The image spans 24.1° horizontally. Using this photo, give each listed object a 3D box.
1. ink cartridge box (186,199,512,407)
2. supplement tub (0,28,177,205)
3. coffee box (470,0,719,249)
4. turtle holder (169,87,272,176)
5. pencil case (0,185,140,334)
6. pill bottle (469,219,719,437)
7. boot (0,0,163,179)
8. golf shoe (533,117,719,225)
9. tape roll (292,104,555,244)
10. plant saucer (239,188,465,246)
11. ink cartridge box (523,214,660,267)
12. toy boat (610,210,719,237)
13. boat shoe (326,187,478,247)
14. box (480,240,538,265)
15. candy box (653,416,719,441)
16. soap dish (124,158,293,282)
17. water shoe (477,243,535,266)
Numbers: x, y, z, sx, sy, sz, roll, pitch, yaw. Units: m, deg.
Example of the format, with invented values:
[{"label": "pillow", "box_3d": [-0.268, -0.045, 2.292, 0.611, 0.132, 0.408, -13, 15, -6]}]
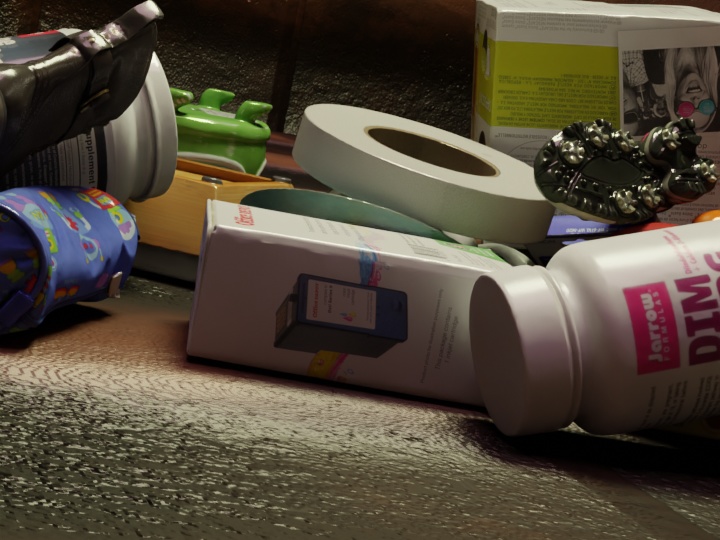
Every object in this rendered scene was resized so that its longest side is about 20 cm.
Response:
[{"label": "ink cartridge box", "box_3d": [-0.008, 0.017, 1.077, 0.199, 0.088, 0.145, 12, 7, -7]}, {"label": "supplement tub", "box_3d": [-0.245, -0.095, 1.199, 0.199, 0.141, 0.140, -13, 19, -28]}, {"label": "coffee box", "box_3d": [0.199, -0.126, 1.441, 0.199, 0.199, 0.200, 2, 12, -1]}, {"label": "turtle holder", "box_3d": [-0.175, -0.104, 1.558, 0.141, 0.133, 0.185, 19, 12, 40]}, {"label": "pencil case", "box_3d": [-0.198, -0.008, 1.034, 0.087, 0.078, 0.200, 46, 10, 3]}, {"label": "pill bottle", "box_3d": [0.171, 0.033, 0.982, 0.199, 0.114, 0.113, -10, 13, -14]}, {"label": "boot", "box_3d": [-0.216, -0.082, 1.080, 0.069, 0.200, 0.174, 50, 40, 7]}, {"label": "golf shoe", "box_3d": [0.177, -0.059, 1.214, 0.088, 0.078, 0.199, -29, -15, 39]}, {"label": "tape roll", "box_3d": [0.049, -0.073, 1.247, 0.202, 0.037, 0.203, 17, 14, -4]}, {"label": "plant saucer", "box_3d": [0.000, 0.000, 1.231, 0.200, 0.039, 0.201, 17, -17, 5]}, {"label": "ink cartridge box", "box_3d": [0.200, -0.004, 1.332, 0.099, 0.039, 0.200, -1, -22, 23]}, {"label": "toy boat", "box_3d": [0.260, 0.011, 1.218, 0.199, 0.131, 0.131, 10, 46, -10]}, {"label": "boat shoe", "box_3d": [0.026, -0.023, 1.314, 0.064, 0.071, 0.200, -33, 28, -17]}, {"label": "box", "box_3d": [0.214, 0.000, 1.556, 0.140, 0.079, 0.200, 4, 10, -24]}, {"label": "candy box", "box_3d": [0.234, 0.076, 1.103, 0.199, 0.056, 0.115, 11, 7, -2]}, {"label": "soap dish", "box_3d": [-0.147, -0.047, 1.371, 0.157, 0.082, 0.200, 13, 7, 17]}, {"label": "water shoe", "box_3d": [0.072, 0.016, 1.353, 0.079, 0.072, 0.200, -25, 27, -26]}]
